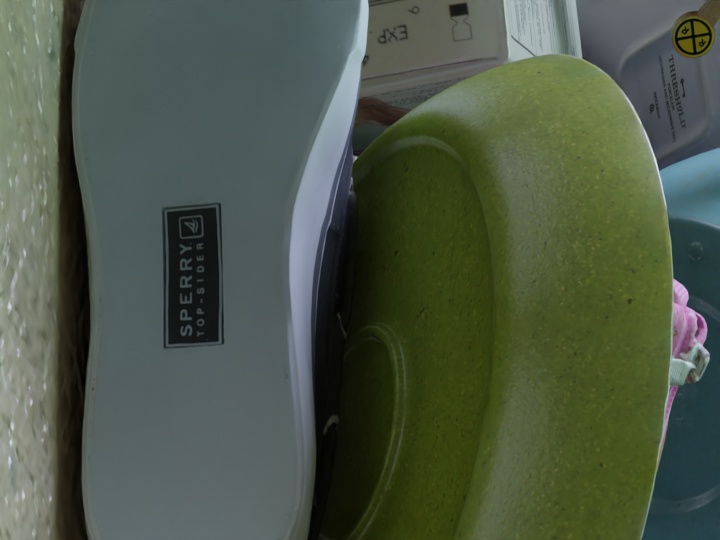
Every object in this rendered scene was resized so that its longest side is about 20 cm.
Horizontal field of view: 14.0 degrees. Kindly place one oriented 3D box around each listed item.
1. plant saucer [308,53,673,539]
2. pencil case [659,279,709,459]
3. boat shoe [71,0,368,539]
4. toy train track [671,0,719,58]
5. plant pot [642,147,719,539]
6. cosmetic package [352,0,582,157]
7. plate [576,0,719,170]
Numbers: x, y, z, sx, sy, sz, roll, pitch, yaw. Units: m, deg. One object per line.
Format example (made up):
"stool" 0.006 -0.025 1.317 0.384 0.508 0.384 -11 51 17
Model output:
"plant saucer" 0.010 0.042 0.687 0.200 0.031 0.201 -165 -90 -69
"pencil case" 0.030 0.088 0.764 0.086 0.083 0.201 2 -103 60
"boat shoe" -0.030 -0.004 0.697 0.066 0.070 0.201 79 8 -64
"toy train track" 0.133 -0.077 0.975 0.200 0.033 0.115 37 18 -6
"plant pot" 0.147 0.046 1.025 0.161 0.200 0.201 0 82 -52
"cosmetic package" 0.015 -0.096 0.939 0.200 0.087 0.104 16 65 -78
"plate" 0.135 -0.069 1.191 0.200 0.032 0.200 -32 -118 50
